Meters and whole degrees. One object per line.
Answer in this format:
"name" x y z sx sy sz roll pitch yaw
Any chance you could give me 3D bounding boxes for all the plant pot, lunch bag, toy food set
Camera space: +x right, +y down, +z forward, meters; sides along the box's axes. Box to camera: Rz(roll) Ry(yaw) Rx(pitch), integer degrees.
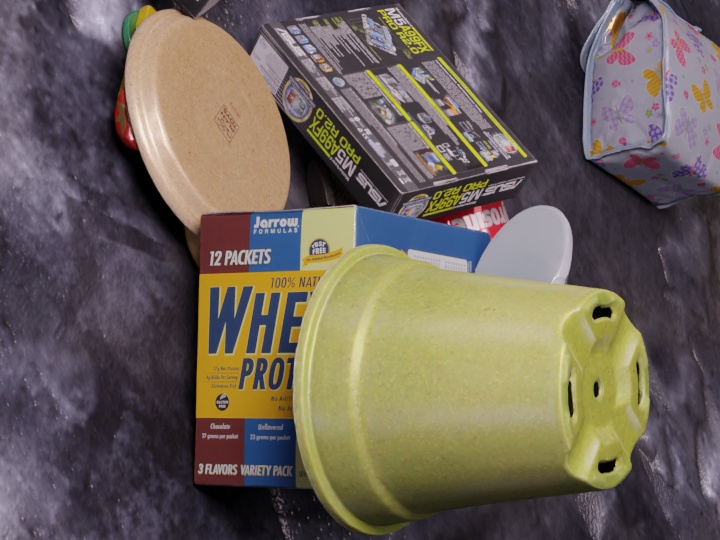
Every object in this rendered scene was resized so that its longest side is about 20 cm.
"plant pot" 0.086 0.080 1.479 0.200 0.184 0.201 5 84 -58
"lunch bag" 0.322 -0.190 2.390 0.169 0.127 0.201 26 61 -49
"toy food set" -0.118 -0.103 1.673 0.200 0.049 0.198 46 37 -36

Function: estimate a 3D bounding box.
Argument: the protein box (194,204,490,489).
"protein box" -0.009 0.062 1.628 0.200 0.135 0.199 9 81 -58

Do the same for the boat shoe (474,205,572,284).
"boat shoe" 0.123 0.057 1.659 0.091 0.071 0.201 44 59 -51

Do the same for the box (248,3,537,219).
"box" 0.024 -0.129 1.796 0.160 0.044 0.200 -15 56 -43

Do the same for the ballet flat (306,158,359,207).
"ballet flat" 0.000 0.000 1.792 0.046 0.067 0.201 -8 72 -21

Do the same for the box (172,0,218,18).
"box" -0.096 -0.311 1.642 0.132 0.200 0.115 40 36 -6

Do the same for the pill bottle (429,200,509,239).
"pill bottle" 0.080 -0.006 1.885 0.112 0.112 0.201 -15 86 -60
